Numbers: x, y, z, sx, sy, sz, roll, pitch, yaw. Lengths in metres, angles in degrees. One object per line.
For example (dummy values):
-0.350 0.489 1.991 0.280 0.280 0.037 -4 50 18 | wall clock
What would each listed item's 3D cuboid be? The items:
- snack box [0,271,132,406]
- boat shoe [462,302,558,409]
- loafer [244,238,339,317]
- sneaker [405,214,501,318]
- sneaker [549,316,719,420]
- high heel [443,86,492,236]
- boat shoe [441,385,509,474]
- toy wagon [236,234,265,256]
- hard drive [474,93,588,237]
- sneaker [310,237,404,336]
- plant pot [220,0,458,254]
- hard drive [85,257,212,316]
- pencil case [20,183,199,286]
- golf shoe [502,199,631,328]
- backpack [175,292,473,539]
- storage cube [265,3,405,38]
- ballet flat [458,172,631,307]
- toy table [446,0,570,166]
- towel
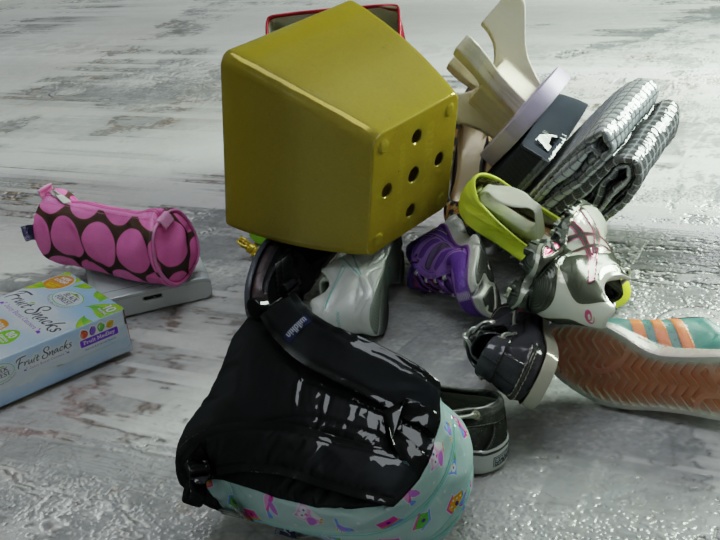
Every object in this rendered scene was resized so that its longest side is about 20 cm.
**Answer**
-0.348 0.074 1.072 0.198 0.054 0.141 -23 30 -32 | snack box
0.121 0.057 0.914 0.062 0.074 0.200 24 11 -4 | boat shoe
-0.069 -0.006 1.156 0.062 0.073 0.200 4 23 12 | loafer
0.090 0.007 1.102 0.082 0.082 0.200 -22 16 -1 | sneaker
0.252 0.075 0.904 0.197 0.073 0.080 12 22 30 | sneaker
0.130 -0.130 1.278 0.070 0.145 0.201 -2 25 10 | high heel
0.024 0.113 0.874 0.196 0.065 0.071 3 26 20 | boat shoe
-0.080 -0.103 1.289 0.154 0.202 0.040 31 -7 11 | toy wagon
0.184 -0.125 1.201 0.042 0.135 0.200 41 34 0 | hard drive
0.000 0.000 1.122 0.079 0.072 0.201 -2 25 16 | sneaker
-0.011 -0.131 1.106 0.175 0.203 0.199 29 43 32 | plant pot
-0.253 -0.006 1.252 0.130 0.027 0.200 -13 25 -13 | hard drive
-0.273 -0.041 1.188 0.197 0.095 0.091 9 29 29 | pencil case
0.192 0.002 0.935 0.087 0.078 0.200 26 29 15 | golf shoe
-0.016 0.120 0.772 0.197 0.127 0.169 9 67 32 | backpack
-0.023 -0.229 1.419 0.196 0.174 0.180 -4 -11 7 | storage cube
0.182 -0.033 1.063 0.199 0.067 0.067 34 59 18 | ballet flat
0.146 -0.201 1.195 0.184 0.117 0.200 -48 1 -8 | toy table
0.243 -0.095 1.146 0.085 0.200 0.166 42 44 1 | towel
